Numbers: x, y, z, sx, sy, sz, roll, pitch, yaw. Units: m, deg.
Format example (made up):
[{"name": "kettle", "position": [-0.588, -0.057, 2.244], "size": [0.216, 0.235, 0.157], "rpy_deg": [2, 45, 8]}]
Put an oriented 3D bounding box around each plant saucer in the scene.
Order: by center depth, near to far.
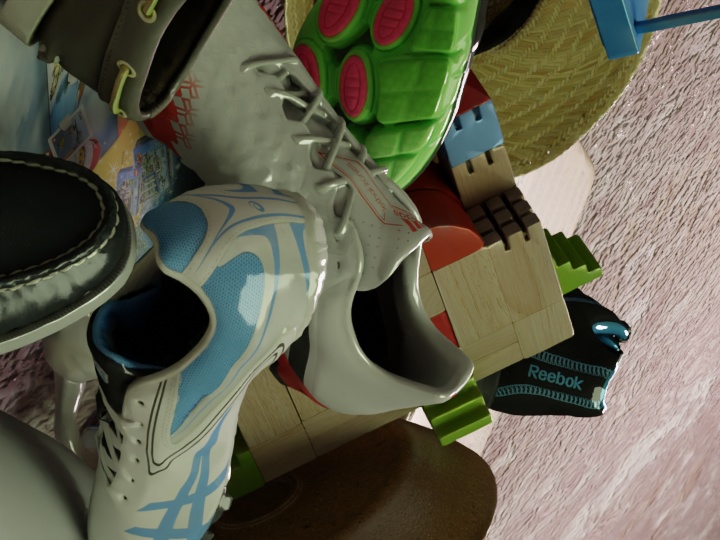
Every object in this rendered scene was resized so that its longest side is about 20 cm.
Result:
[{"name": "plant saucer", "position": [-0.039, 0.114, 1.005], "size": [0.200, 0.200, 0.035], "rpy_deg": [-38, 115, -33]}]

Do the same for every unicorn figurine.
[{"name": "unicorn figurine", "position": [-0.103, 0.027, 1.019], "size": [0.074, 0.138, 0.200], "rpy_deg": [-18, -171, 11]}]

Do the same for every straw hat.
[{"name": "straw hat", "position": [0.033, -0.139, 1.016], "size": [0.201, 0.085, 0.201], "rpy_deg": [-12, 113, -30]}]

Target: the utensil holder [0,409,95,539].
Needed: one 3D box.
[{"name": "utensil holder", "position": [-0.189, 0.117, 0.880], "size": [0.170, 0.170, 0.200], "rpy_deg": [-51, 162, -1]}]

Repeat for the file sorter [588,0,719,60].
[{"name": "file sorter", "position": [0.129, -0.207, 0.849], "size": [0.139, 0.122, 0.200], "rpy_deg": [-72, 147, -52]}]

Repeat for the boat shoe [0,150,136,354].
[{"name": "boat shoe", "position": [-0.170, -0.009, 0.729], "size": [0.200, 0.076, 0.060], "rpy_deg": [-10, 150, -11]}]

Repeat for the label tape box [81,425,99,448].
[{"name": "label tape box", "position": [-0.097, 0.121, 1.209], "size": [0.143, 0.066, 0.200], "rpy_deg": [1, 112, -64]}]

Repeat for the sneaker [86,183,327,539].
[{"name": "sneaker", "position": [-0.073, 0.042, 0.833], "size": [0.072, 0.072, 0.200], "rpy_deg": [2, 137, -24]}]

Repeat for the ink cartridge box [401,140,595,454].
[{"name": "ink cartridge box", "position": [0.048, 0.002, 1.240], "size": [0.200, 0.075, 0.165], "rpy_deg": [-66, 160, -8]}]

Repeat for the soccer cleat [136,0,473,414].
[{"name": "soccer cleat", "position": [-0.019, -0.030, 0.843], "size": [0.069, 0.085, 0.200], "rpy_deg": [-44, 124, -37]}]

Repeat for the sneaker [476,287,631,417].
[{"name": "sneaker", "position": [0.088, 0.036, 1.118], "size": [0.200, 0.082, 0.073], "rpy_deg": [-51, 155, -75]}]

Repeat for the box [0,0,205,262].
[{"name": "box", "position": [-0.103, -0.081, 0.830], "size": [0.137, 0.038, 0.200], "rpy_deg": [-20, 125, -55]}]

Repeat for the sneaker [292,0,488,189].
[{"name": "sneaker", "position": [0.034, -0.118, 0.880], "size": [0.084, 0.077, 0.200], "rpy_deg": [2, 111, -57]}]

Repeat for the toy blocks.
[{"name": "toy blocks", "position": [0.000, 0.000, 0.964], "size": [0.200, 0.100, 0.137], "rpy_deg": [-26, 135, -4]}]

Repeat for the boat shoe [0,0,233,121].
[{"name": "boat shoe", "position": [-0.042, -0.111, 0.690], "size": [0.072, 0.060, 0.202], "rpy_deg": [-49, -174, -39]}]
